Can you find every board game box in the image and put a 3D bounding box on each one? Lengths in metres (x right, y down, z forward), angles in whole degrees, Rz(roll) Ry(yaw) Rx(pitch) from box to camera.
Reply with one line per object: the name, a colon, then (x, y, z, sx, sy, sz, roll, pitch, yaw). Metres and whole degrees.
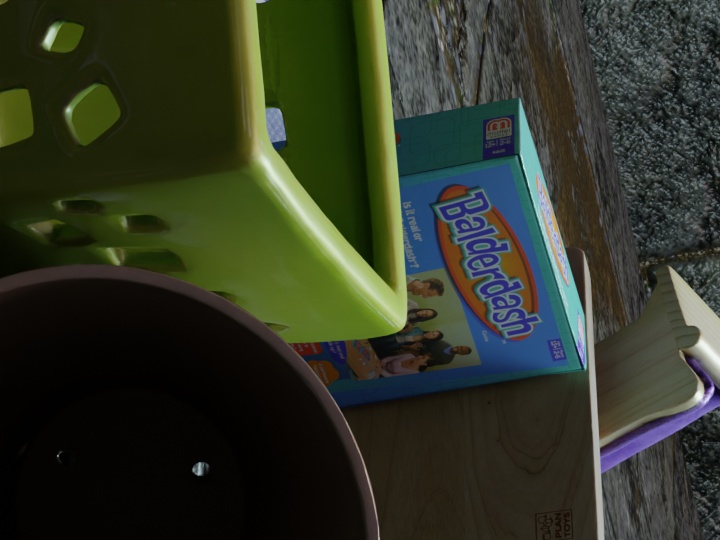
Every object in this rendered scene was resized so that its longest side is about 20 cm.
board game box: (0.000, 0.000, 1.250, 0.045, 0.199, 0.152, -86, 162, -47)

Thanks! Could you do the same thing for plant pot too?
plant pot: (-0.098, -0.081, 0.912, 0.200, 0.181, 0.200, 51, 32, -66)
plant pot: (-0.090, 0.091, 0.897, 0.200, 0.187, 0.188, -174, -105, -88)

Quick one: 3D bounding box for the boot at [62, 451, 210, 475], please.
boot: (-0.072, 0.095, 1.135, 0.211, 0.079, 0.158, -45, 125, -74)

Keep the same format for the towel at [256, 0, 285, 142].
towel: (-0.047, -0.080, 1.377, 0.147, 0.024, 0.200, 55, 28, -18)

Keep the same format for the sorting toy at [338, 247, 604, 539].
sorting toy: (0.029, 0.100, 1.307, 0.070, 0.198, 0.200, 67, 19, -48)

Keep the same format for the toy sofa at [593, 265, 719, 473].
toy sofa: (0.120, 0.095, 1.385, 0.083, 0.200, 0.098, 43, 24, -39)
